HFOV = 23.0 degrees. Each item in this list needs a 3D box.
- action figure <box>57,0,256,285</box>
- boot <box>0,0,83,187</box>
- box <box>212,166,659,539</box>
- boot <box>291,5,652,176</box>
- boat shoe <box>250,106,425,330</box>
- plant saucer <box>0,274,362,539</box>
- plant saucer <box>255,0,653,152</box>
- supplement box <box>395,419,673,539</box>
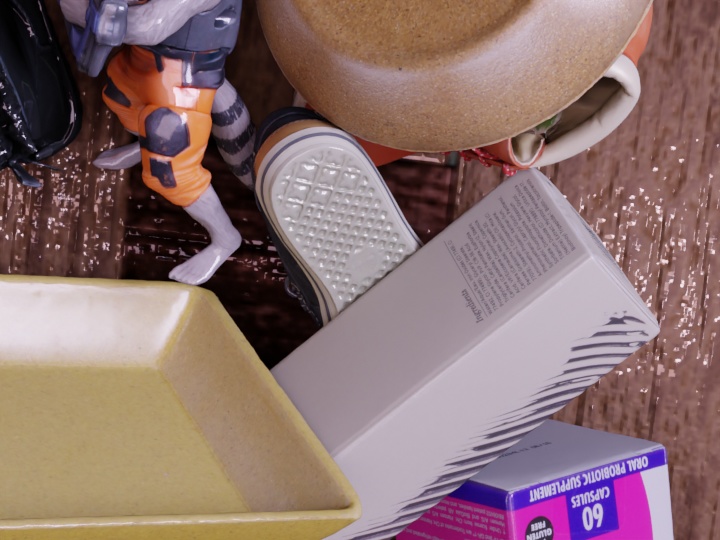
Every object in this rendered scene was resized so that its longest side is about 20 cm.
[{"bbox_3d":[-0.093,-0.122,0.835,0.105,0.200,0.194,-5,127,-13],"label":"action figure"},{"bbox_3d":[-0.195,-0.126,0.820,0.073,0.162,0.198,-24,96,6],"label":"boot"},{"bbox_3d":[0.032,0.049,0.822,0.200,0.082,0.068,-38,129,11],"label":"box"},{"bbox_3d":[0.046,-0.082,0.827,0.200,0.107,0.075,-25,133,31],"label":"boot"},{"bbox_3d":[0.000,0.000,0.865,0.075,0.062,0.200,-28,128,-1],"label":"boat shoe"},{"bbox_3d":[-0.128,0.070,0.777,0.200,0.200,0.048,3,117,-30],"label":"plant saucer"},{"bbox_3d":[0.035,-0.153,0.773,0.200,0.035,0.200,-4,79,23],"label":"plant saucer"},{"bbox_3d":[0.090,0.186,0.873,0.101,0.103,0.200,-12,101,-33],"label":"supplement box"}]
